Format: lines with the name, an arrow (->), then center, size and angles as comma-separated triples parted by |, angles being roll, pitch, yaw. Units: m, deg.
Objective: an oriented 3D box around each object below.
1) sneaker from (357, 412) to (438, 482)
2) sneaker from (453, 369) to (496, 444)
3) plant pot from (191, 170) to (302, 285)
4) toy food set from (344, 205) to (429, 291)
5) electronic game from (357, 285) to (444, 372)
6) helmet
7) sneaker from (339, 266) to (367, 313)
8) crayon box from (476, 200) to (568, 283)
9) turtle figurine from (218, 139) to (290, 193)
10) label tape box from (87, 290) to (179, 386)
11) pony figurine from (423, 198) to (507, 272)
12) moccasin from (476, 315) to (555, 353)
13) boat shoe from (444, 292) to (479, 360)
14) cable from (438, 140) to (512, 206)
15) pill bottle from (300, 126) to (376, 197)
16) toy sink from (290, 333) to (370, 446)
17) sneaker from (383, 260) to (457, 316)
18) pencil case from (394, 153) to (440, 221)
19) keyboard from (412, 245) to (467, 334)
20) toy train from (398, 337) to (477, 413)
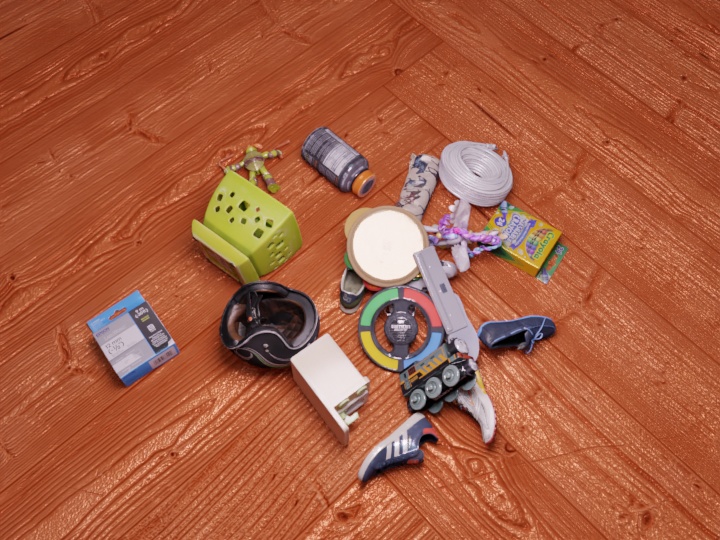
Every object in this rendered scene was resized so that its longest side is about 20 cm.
sneaker -> 0.085, 0.395, 1.562 | 0.200, 0.075, 0.084 | -39, 65, -19
sneaker -> 0.246, 0.295, 1.623 | 0.082, 0.078, 0.201 | -17, 55, -5
plant pot -> -0.276, -0.084, 1.743 | 0.199, 0.200, 0.182 | 35, 73, 15
toy food set -> 0.060, -0.053, 1.701 | 0.199, 0.049, 0.199 | -2, 81, 0
electronic game -> 0.093, 0.133, 1.673 | 0.199, 0.042, 0.201 | 0, 93, 6
helmet -> -0.194, 0.127, 1.632 | 0.190, 0.200, 0.201 | 23, 54, -39
sneaker -> 0.000, 0.000, 1.755 | 0.067, 0.090, 0.201 | 16, 64, 9
crayon box -> 0.409, -0.072, 1.819 | 0.200, 0.052, 0.126 | 31, 67, 14
turtle figurine -> -0.263, -0.274, 1.908 | 0.199, 0.064, 0.162 | -18, 64, -10
label tape box -> -0.534, 0.145, 1.691 | 0.143, 0.066, 0.200 | -34, 70, -16
pony figurine -> 0.226, -0.083, 1.735 | 0.199, 0.193, 0.167 | 3, 93, 35
moccasin -> 0.363, 0.156, 1.675 | 0.199, 0.081, 0.068 | -8, 41, -18
boat shoe -> 0.220, 0.145, 1.687 | 0.070, 0.066, 0.201 | -9, 52, -12
cable -> 0.292, -0.249, 1.860 | 0.199, 0.069, 0.201 | 10, 46, -16
pill bottle -> -0.051, -0.274, 1.888 | 0.200, 0.106, 0.106 | 41, 70, 18
toy sink -> -0.050, 0.260, 1.601 | 0.112, 0.131, 0.200 | -33, 67, -17
sneaker -> 0.140, 0.047, 1.745 | 0.199, 0.075, 0.115 | -9, 65, 0
pencil case -> 0.140, -0.202, 1.867 | 0.089, 0.078, 0.201 | 19, 64, 8
keyboard -> 0.182, 0.043, 1.661 | 0.056, 0.011, 0.201 | -19, 83, -26
toy train -> 0.168, 0.231, 1.595 | 0.085, 0.200, 0.114 | 17, 43, -40
